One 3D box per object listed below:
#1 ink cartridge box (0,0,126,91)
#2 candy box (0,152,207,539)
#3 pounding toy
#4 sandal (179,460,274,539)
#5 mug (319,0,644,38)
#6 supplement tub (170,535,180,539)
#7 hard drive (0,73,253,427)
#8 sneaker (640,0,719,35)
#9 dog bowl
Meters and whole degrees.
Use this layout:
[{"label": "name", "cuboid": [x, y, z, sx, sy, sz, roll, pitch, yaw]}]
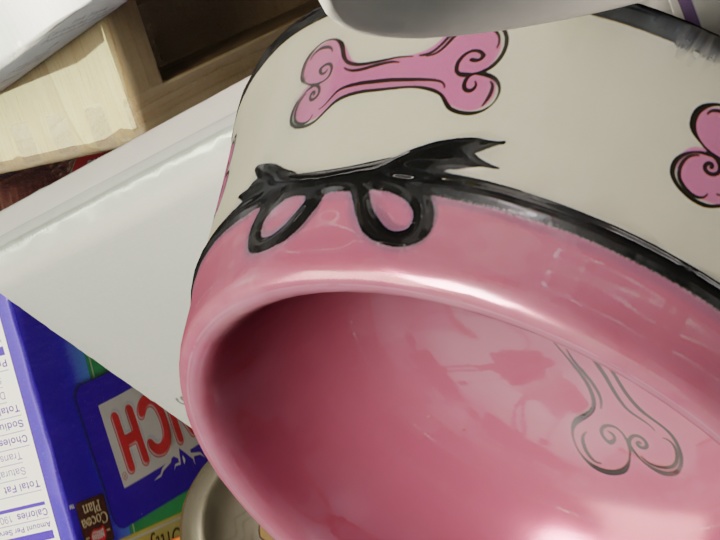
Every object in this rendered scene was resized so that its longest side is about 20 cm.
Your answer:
[{"label": "ink cartridge box", "cuboid": [-0.105, -0.144, 0.657, 0.199, 0.047, 0.161, -28, 93, 44]}, {"label": "candy box", "cuboid": [-0.108, 0.010, 0.892, 0.169, 0.077, 0.202, -19, -85, -62]}, {"label": "pounding toy", "cuboid": [-0.079, -0.124, 0.813, 0.141, 0.200, 0.185, -8, 106, 39]}, {"label": "sandal", "cuboid": [0.043, 0.089, 0.676, 0.199, 0.082, 0.055, 22, 158, 10]}, {"label": "mug", "cuboid": [0.055, -0.156, 0.402, 0.199, 0.147, 0.177, -23, 80, 45]}, {"label": "supplement tub", "cuboid": [-0.023, 0.161, 0.867, 0.123, 0.122, 0.200, 61, -179, 24]}, {"label": "hard drive", "cuboid": [0.000, 0.000, 0.662, 0.132, 0.027, 0.199, 38, 143, -25]}, {"label": "sneaker", "cuboid": [0.030, -0.038, 0.663, 0.200, 0.114, 0.073, 155, 94, -74]}, {"label": "dog bowl", "cuboid": [0.045, 0.029, 0.567, 0.199, 0.074, 0.201, 20, 147, 14]}]
